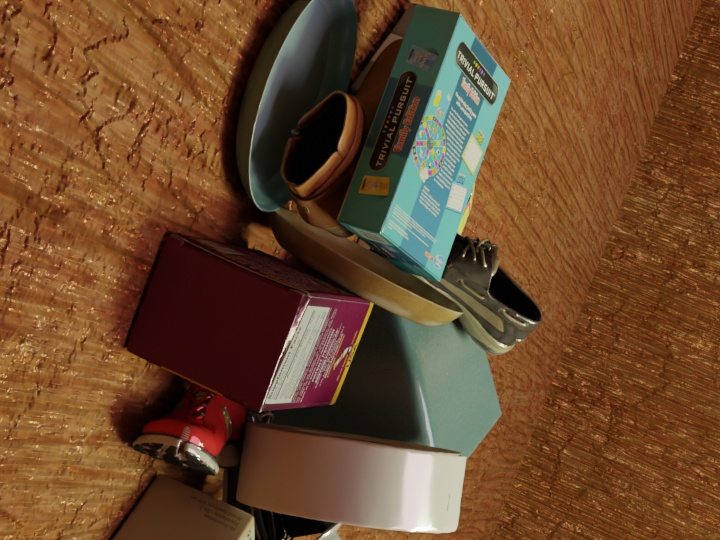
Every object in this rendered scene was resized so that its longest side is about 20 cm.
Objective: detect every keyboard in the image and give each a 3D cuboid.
[{"bbox_3d":[-0.072,0.246,1.667,0.104,0.040,0.200,-54,-167,-27],"label":"keyboard"}]

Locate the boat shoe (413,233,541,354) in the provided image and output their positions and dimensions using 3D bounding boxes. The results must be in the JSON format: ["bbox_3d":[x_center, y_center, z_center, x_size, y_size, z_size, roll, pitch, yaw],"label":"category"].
[{"bbox_3d":[0.105,-0.004,1.576,0.073,0.200,0.075,-29,-150,31],"label":"boat shoe"}]

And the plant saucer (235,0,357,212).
[{"bbox_3d":[-0.057,-0.149,1.370,0.201,0.027,0.201,-59,162,-32],"label":"plant saucer"}]

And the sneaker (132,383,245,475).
[{"bbox_3d":[-0.140,0.124,1.381,0.200,0.076,0.086,18,89,-84],"label":"sneaker"}]

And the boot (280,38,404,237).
[{"bbox_3d":[-0.006,-0.134,1.409,0.202,0.076,0.155,-60,159,-5],"label":"boot"}]

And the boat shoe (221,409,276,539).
[{"bbox_3d":[-0.101,0.178,1.522,0.067,0.056,0.203,-41,135,-74],"label":"boat shoe"}]

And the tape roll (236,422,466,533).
[{"bbox_3d":[-0.009,0.184,1.435,0.202,0.200,0.072,25,73,-74],"label":"tape roll"}]

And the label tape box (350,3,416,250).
[{"bbox_3d":[0.030,-0.145,1.597,0.201,0.063,0.145,-57,161,-34],"label":"label tape box"}]

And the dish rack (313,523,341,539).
[{"bbox_3d":[-0.088,0.314,1.498,0.199,0.044,0.172,-37,173,-11],"label":"dish rack"}]

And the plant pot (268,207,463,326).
[{"bbox_3d":[0.000,0.000,1.440,0.028,0.199,0.200,-62,165,4],"label":"plant pot"}]

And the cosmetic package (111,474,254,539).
[{"bbox_3d":[-0.180,0.284,1.377,0.074,0.102,0.201,94,22,-45],"label":"cosmetic package"}]

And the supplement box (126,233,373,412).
[{"bbox_3d":[-0.085,0.045,1.334,0.104,0.130,0.200,-67,163,3],"label":"supplement box"}]

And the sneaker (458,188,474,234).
[{"bbox_3d":[0.079,-0.092,1.603,0.201,0.077,0.091,98,12,-60],"label":"sneaker"}]

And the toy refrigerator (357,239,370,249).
[{"bbox_3d":[0.051,0.002,1.831,0.071,0.075,0.200,-69,165,1],"label":"toy refrigerator"}]

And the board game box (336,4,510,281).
[{"bbox_3d":[0.059,-0.109,1.421,0.151,0.046,0.202,36,72,-62],"label":"board game box"}]

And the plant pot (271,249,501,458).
[{"bbox_3d":[0.013,0.089,1.617,0.196,0.193,0.203,-41,127,-58],"label":"plant pot"}]
